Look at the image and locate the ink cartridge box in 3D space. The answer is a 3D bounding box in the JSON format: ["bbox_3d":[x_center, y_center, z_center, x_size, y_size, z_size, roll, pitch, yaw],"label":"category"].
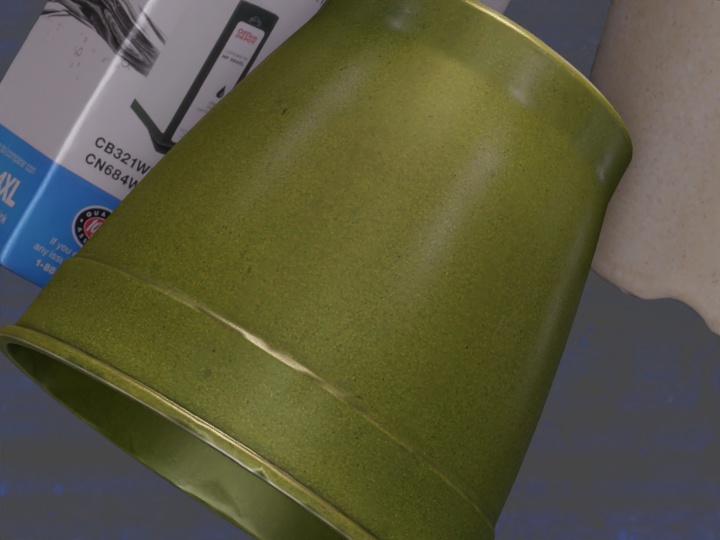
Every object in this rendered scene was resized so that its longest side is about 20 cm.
[{"bbox_3d":[-0.055,-0.070,1.131,0.146,0.084,0.201,30,92,-31],"label":"ink cartridge box"}]

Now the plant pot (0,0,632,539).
[{"bbox_3d":[0.000,0.000,1.037,0.200,0.200,0.194,32,79,0],"label":"plant pot"}]

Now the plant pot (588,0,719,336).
[{"bbox_3d":[0.170,-0.071,1.117,0.199,0.200,0.184,23,102,0],"label":"plant pot"}]
